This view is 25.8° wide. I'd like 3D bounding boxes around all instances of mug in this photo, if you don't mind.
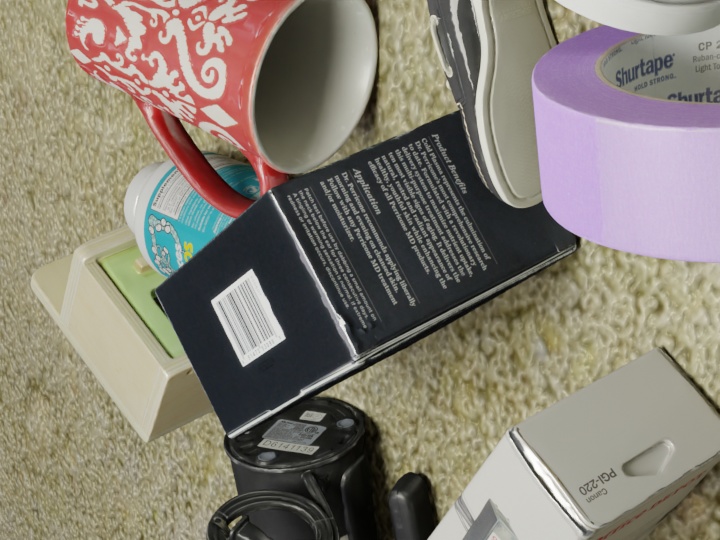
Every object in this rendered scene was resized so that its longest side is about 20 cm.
[{"bbox_3d":[-0.114,-0.143,1.125,0.200,0.133,0.178,24,92,32],"label":"mug"}]

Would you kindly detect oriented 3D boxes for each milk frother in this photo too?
[{"bbox_3d":[-0.051,0.235,1.268,0.180,0.200,0.189,16,123,43],"label":"milk frother"}]

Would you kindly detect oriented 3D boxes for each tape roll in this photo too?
[{"bbox_3d":[0.184,-0.073,0.760,0.200,0.200,0.066,20,125,46],"label":"tape roll"}]

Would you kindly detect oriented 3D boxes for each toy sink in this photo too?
[{"bbox_3d":[-0.179,0.023,1.369,0.200,0.130,0.112,50,143,23],"label":"toy sink"}]

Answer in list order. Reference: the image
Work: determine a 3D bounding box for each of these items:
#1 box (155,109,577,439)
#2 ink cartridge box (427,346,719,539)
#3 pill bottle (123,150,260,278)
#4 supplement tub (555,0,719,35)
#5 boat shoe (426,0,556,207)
[{"bbox_3d":[0.000,0.000,1.055,0.200,0.196,0.124,-34,81,56],"label":"box"},{"bbox_3d":[0.131,0.156,1.020,0.085,0.145,0.200,53,144,19],"label":"ink cartridge box"},{"bbox_3d":[-0.106,-0.032,1.254,0.200,0.111,0.111,22,127,46],"label":"pill bottle"},{"bbox_3d":[0.156,-0.229,0.751,0.145,0.144,0.200,43,140,29],"label":"supplement tub"},{"bbox_3d":[0.078,-0.138,0.977,0.060,0.074,0.201,3,110,52],"label":"boat shoe"}]
